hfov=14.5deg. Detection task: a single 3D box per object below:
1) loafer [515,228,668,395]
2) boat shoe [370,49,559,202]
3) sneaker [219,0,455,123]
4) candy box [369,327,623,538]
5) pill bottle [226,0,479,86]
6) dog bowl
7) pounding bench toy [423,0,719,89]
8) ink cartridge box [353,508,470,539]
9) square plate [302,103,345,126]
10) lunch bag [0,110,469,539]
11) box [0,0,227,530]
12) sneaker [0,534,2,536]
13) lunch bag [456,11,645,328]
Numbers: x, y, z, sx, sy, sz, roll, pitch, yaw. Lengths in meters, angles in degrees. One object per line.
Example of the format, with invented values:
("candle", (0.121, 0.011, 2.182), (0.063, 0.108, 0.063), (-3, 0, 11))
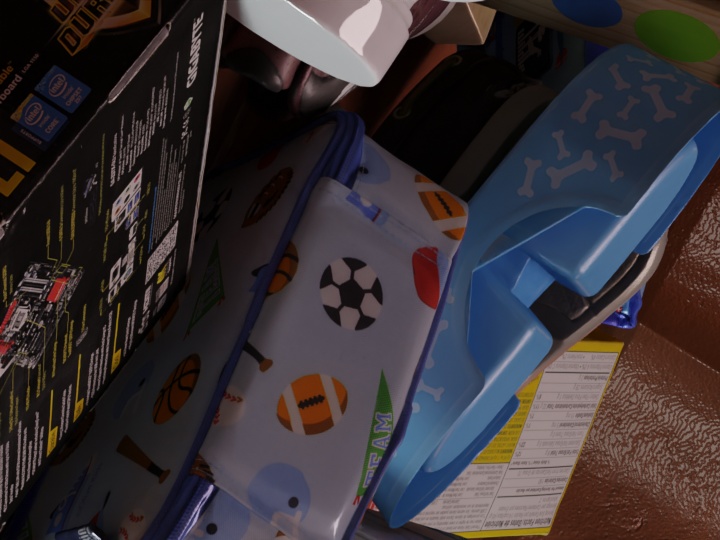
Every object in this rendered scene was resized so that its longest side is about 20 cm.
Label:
("loafer", (0.042, 0.032, 1.141), (0.200, 0.072, 0.063), (-34, 168, 13))
("boat shoe", (0.000, 0.000, 1.087), (0.201, 0.061, 0.072), (-47, 144, -10))
("sneaker", (0.003, -0.112, 0.914), (0.116, 0.076, 0.200), (-50, 168, -33))
("candy box", (0.040, 0.071, 1.261), (0.200, 0.026, 0.103), (5, 112, -53))
("pill bottle", (0.027, -0.153, 0.790), (0.200, 0.111, 0.111), (-58, 171, -6))
("dog bowl", (0.058, 0.001, 1.026), (0.200, 0.050, 0.111), (-50, 168, 1))
("pounding bench toy", (0.109, -0.136, 1.068), (0.200, 0.155, 0.125), (103, 7, -64))
("ink cartridge box", (0.019, 0.178, 1.062), (0.200, 0.146, 0.147), (25, 89, -57))
("square plate", (-0.032, 0.046, 1.213), (0.199, 0.028, 0.200), (-65, 158, -10))
("lunch bag", (-0.052, 0.049, 0.955), (0.160, 0.075, 0.200), (-18, -140, 57))
("box", (-0.103, 0.005, 0.790), (0.160, 0.049, 0.200), (-52, 169, -26))
("sneaker", (-0.131, 0.135, 0.992), (0.082, 0.070, 0.200), (99, 19, -44))
("lunch bag", (0.097, -0.080, 1.231), (0.200, 0.094, 0.151), (107, -13, -69))
